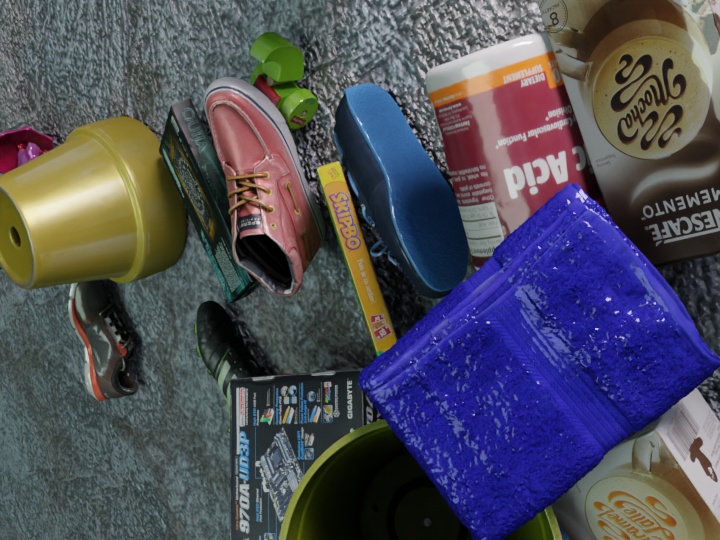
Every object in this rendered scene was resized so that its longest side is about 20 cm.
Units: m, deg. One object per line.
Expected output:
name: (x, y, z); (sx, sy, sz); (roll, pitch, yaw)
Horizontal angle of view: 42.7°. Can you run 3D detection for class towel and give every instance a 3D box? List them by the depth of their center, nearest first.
towel: (0.108, 0.063, 0.585); (0.199, 0.049, 0.148); (-42, 80, 12)

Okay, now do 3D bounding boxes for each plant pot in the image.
plant pot: (0.049, 0.210, 0.716); (0.203, 0.198, 0.193); (60, -177, 7)
plant pot: (-0.341, -0.067, 1.116); (0.199, 0.187, 0.205); (23, 125, 38)

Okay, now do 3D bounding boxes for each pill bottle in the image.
pill bottle: (0.124, -0.059, 0.659); (0.113, 0.113, 0.204); (-7, 102, 49)

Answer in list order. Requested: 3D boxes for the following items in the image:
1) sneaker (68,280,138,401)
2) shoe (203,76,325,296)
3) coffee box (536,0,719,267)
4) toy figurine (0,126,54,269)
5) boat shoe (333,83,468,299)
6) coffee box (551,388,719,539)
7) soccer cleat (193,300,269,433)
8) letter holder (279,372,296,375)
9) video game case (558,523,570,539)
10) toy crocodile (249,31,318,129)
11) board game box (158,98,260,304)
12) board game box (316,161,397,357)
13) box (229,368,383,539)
sneaker: (-0.355, 0.088, 1.314); (0.080, 0.077, 0.204); (0, 111, 19)
shoe: (-0.095, -0.074, 0.862); (0.070, 0.092, 0.202); (-11, 125, 24)
coffee box: (0.199, -0.114, 0.575); (0.112, 0.079, 0.204); (-16, 96, 50)
toy figurine: (-0.453, -0.105, 1.265); (0.199, 0.147, 0.189); (-5, 96, 61)
boat shoe: (0.035, -0.065, 0.799); (0.069, 0.083, 0.204); (-50, 53, 55)
coffee box: (0.229, 0.191, 0.649); (0.114, 0.080, 0.202); (-33, 93, 42)
soccer cleat: (-0.135, 0.127, 1.080); (0.080, 0.067, 0.204); (-21, 87, 30)
letter holder: (-0.012, 0.214, 0.965); (0.200, 0.141, 0.101); (43, 103, 29)
video game case: (0.136, 0.163, 0.803); (0.180, 0.045, 0.204); (31, 128, 36)
toy crocodile: (-0.096, -0.142, 0.905); (0.068, 0.061, 0.202); (48, 137, 21)
board game box: (-0.163, -0.070, 1.011); (0.203, 0.028, 0.135); (65, 159, 3)
board game box: (0.000, 0.000, 0.853); (0.096, 0.029, 0.204); (-117, 12, -84)
box: (-0.052, 0.201, 0.881); (0.156, 0.046, 0.205); (-8, 78, 30)
